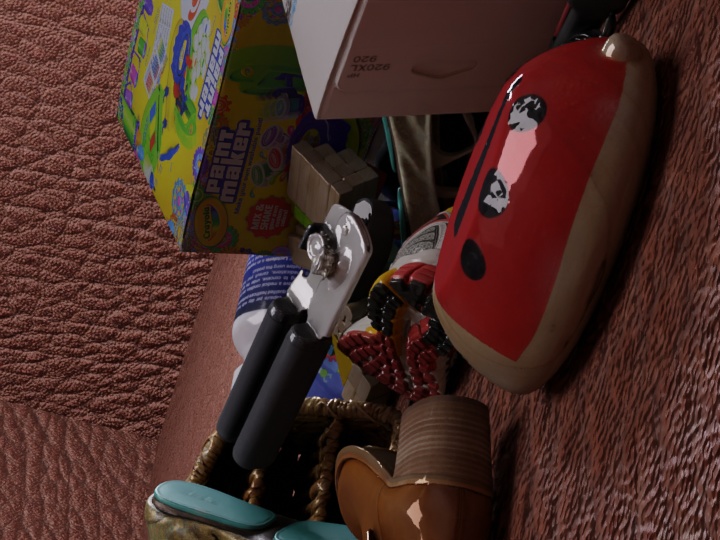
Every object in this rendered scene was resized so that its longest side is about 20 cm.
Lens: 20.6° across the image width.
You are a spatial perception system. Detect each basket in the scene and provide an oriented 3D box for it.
[{"bbox_3d":[-0.058,0.187,1.344,0.149,0.142,0.201,123,160,-68],"label":"basket"}]

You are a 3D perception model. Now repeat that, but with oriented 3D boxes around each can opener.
[{"bbox_3d":[-0.033,0.044,1.294,0.053,0.066,0.201,53,124,41],"label":"can opener"}]

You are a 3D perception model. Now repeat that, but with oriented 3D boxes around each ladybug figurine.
[{"bbox_3d":[0.088,-0.032,0.982,0.136,0.071,0.201,-89,16,-61],"label":"ladybug figurine"}]

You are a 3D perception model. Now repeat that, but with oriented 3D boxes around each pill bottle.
[{"bbox_3d":[-0.042,0.024,1.628,0.116,0.115,0.201,121,162,-63],"label":"pill bottle"}]

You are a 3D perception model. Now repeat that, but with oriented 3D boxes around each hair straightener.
[{"bbox_3d":[0.116,-0.131,1.075,0.200,0.041,0.077,120,163,-61],"label":"hair straightener"}]

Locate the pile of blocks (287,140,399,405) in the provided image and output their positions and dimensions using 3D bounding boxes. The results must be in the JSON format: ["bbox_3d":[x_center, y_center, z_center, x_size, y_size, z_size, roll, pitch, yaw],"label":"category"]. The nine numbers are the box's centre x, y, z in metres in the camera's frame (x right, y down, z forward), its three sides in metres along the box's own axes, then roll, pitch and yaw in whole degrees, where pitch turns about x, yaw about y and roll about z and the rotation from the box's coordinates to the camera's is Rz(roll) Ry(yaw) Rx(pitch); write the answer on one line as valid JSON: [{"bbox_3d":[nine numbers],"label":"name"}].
[{"bbox_3d":[0.000,0.000,1.364,0.082,0.062,0.201,25,131,52],"label":"pile of blocks"}]

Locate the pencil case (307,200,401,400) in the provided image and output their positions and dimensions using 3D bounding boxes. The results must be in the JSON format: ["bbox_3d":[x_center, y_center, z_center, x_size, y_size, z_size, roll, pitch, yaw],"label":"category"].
[{"bbox_3d":[-0.005,0.043,1.452,0.078,0.087,0.201,-15,-49,-52],"label":"pencil case"}]

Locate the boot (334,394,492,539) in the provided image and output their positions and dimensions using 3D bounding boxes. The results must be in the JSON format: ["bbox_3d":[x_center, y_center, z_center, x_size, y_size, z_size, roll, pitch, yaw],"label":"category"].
[{"bbox_3d":[0.020,0.170,1.100,0.200,0.073,0.156,116,163,-65],"label":"boot"}]

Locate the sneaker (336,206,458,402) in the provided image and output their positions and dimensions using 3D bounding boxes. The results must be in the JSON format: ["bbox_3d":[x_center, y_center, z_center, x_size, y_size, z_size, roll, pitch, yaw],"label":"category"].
[{"bbox_3d":[0.044,0.025,1.246,0.082,0.078,0.200,-55,-1,-24],"label":"sneaker"}]

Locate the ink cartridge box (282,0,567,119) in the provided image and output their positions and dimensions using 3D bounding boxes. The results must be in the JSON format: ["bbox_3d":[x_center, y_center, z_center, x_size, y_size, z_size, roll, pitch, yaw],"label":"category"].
[{"bbox_3d":[0.032,-0.215,1.224,0.145,0.146,0.201,112,147,-54],"label":"ink cartridge box"}]

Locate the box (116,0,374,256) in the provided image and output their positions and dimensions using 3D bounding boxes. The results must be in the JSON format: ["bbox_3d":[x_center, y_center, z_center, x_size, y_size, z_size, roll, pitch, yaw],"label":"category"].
[{"bbox_3d":[-0.078,-0.145,1.403,0.193,0.121,0.201,-120,40,-50],"label":"box"}]

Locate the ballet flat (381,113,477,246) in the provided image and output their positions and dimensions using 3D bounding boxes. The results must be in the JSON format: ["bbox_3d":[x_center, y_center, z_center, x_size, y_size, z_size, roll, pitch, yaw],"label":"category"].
[{"bbox_3d":[0.050,-0.061,1.306,0.067,0.062,0.201,-72,-26,-71],"label":"ballet flat"}]

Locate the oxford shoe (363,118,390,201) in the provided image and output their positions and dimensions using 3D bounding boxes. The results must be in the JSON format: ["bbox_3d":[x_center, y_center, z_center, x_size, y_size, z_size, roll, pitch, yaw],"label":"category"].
[{"bbox_3d":[0.034,-0.077,1.532,0.070,0.075,0.201,-10,-43,-58],"label":"oxford shoe"}]

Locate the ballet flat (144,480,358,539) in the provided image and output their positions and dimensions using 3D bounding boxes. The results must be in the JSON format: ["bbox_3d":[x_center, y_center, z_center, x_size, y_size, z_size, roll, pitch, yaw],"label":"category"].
[{"bbox_3d":[-0.053,0.187,1.272,0.071,0.199,0.071,-29,-55,-54],"label":"ballet flat"}]

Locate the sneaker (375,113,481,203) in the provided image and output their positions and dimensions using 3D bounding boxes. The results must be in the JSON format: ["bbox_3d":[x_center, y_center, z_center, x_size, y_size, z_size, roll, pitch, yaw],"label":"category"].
[{"bbox_3d":[0.050,-0.127,1.393,0.200,0.075,0.080,111,176,-57],"label":"sneaker"}]
